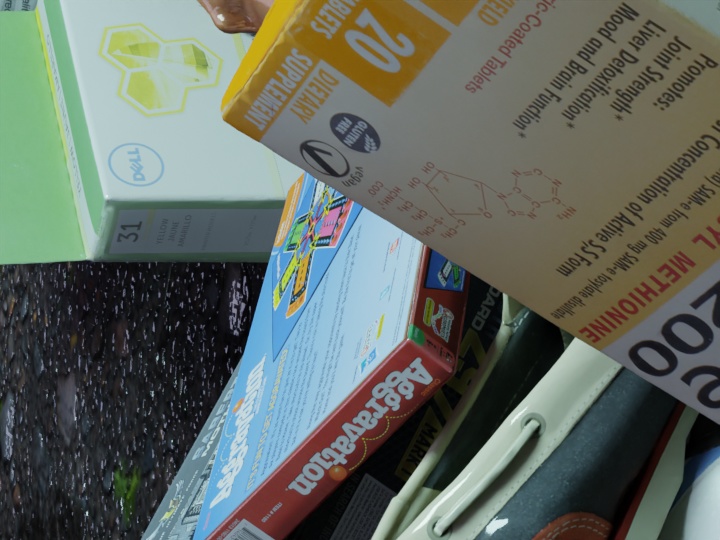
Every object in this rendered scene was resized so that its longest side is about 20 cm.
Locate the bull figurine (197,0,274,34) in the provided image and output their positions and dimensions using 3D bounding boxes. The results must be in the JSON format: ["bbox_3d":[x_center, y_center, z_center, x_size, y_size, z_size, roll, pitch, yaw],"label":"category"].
[{"bbox_3d":[0.028,-0.135,0.787,0.201,0.121,0.065,-59,-20,-2],"label":"bull figurine"}]

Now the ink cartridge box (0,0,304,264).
[{"bbox_3d":[-0.119,-0.069,1.087,0.048,0.198,0.146,113,150,-46],"label":"ink cartridge box"}]

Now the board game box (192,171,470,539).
[{"bbox_3d":[0.000,0.000,0.801,0.103,0.019,0.201,-45,18,30],"label":"board game box"}]

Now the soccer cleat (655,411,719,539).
[{"bbox_3d":[0.078,0.112,0.758,0.200,0.069,0.087,127,147,-53],"label":"soccer cleat"}]

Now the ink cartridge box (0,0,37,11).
[{"bbox_3d":[-0.172,-0.135,1.227,0.083,0.198,0.148,-127,44,-61],"label":"ink cartridge box"}]

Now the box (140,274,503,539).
[{"bbox_3d":[0.006,0.032,0.852,0.201,0.051,0.158,-61,17,-20],"label":"box"}]

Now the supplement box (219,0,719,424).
[{"bbox_3d":[0.083,-0.034,0.587,0.074,0.199,0.126,-63,8,-30],"label":"supplement box"}]

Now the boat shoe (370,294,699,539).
[{"bbox_3d":[0.066,0.010,0.723,0.201,0.062,0.071,-65,15,-17],"label":"boat shoe"}]
